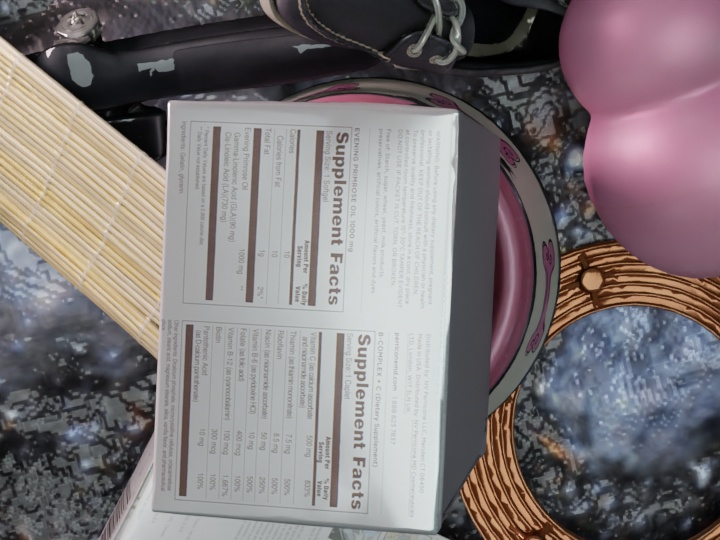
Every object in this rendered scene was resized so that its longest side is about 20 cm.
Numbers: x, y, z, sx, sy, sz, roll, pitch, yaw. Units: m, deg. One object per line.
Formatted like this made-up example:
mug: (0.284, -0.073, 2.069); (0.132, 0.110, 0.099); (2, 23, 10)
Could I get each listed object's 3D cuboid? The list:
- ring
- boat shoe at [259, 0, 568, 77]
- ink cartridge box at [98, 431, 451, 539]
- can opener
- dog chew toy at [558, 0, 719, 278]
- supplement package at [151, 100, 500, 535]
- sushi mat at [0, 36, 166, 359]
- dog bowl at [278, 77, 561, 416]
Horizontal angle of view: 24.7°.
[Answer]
ring: (0.146, 0.083, 0.865); (0.200, 0.019, 0.201); (0, 88, -1)
boat shoe: (0.036, -0.126, 0.764); (0.063, 0.200, 0.073); (35, 111, 32)
ink cartridge box: (-0.032, 0.154, 0.877); (0.200, 0.050, 0.109); (26, 98, -13)
can opener: (-0.082, -0.104, 0.832); (0.200, 0.063, 0.079); (-13, 120, 5)
dog chew toy: (0.151, -0.100, 0.778); (0.124, 0.125, 0.200); (-21, 100, 3)
supplement package: (-0.005, 0.013, 0.689); (0.111, 0.200, 0.156); (3, 92, 8)
sushi mat: (-0.152, -0.046, 0.815); (0.200, 0.012, 0.096); (39, 124, 15)
dog bowl: (0.000, 0.000, 0.826); (0.200, 0.074, 0.201); (0, 92, 8)
